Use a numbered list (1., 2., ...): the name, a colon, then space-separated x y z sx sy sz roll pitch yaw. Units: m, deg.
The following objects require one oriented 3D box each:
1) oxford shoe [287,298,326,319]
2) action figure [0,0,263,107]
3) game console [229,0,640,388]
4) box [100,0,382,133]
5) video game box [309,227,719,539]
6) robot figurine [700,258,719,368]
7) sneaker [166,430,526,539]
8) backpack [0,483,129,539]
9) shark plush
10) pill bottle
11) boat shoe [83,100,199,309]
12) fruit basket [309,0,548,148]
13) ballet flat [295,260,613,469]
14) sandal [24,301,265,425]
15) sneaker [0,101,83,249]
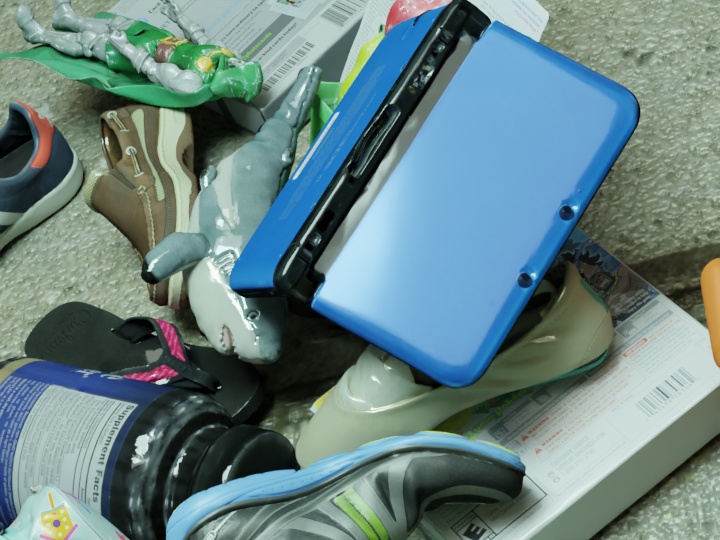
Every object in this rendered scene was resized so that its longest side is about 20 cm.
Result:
1. oxford shoe: 0.000 0.000 1.398 0.072 0.071 0.200 -32 10 -38
2. action figure: -0.148 -0.153 1.602 0.199 0.055 0.118 18 35 30
3. game console: 0.039 -0.042 1.324 0.200 0.118 0.171 -57 15 -12
4. box: -0.075 -0.186 1.670 0.156 0.041 0.200 -45 48 -18
5. video game box: 0.099 0.077 1.342 0.200 0.047 0.182 -37 47 -10
6. robot figurine: 0.265 0.034 1.252 0.116 0.144 0.200 -27 47 22
7. sneaker: -0.004 0.141 1.254 0.199 0.071 0.083 -16 74 -7
8. backpack: -0.169 0.209 1.237 0.153 0.176 0.200 -48 8 -21
9. shark plush: -0.055 -0.031 1.443 0.083 0.091 0.200 4 52 31
10. pill bottle: -0.140 0.120 1.366 0.199 0.112 0.112 10 54 31
11. boat shoe: -0.148 -0.043 1.540 0.075 0.075 0.203 1 34 -8
12. fruit basket: 0.046 -0.116 1.453 0.185 0.093 0.200 51 125 46
13. ballet flat: 0.045 0.051 1.313 0.199 0.070 0.070 -24 44 3
14. sandal: -0.147 0.059 1.473 0.200 0.045 0.075 19 58 36
15. sneaker: -0.286 -0.039 1.600 0.075 0.085 0.200 24 63 39
